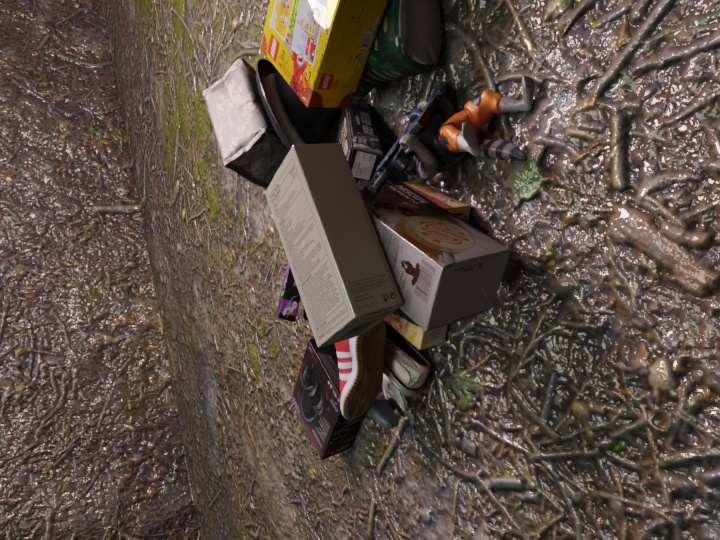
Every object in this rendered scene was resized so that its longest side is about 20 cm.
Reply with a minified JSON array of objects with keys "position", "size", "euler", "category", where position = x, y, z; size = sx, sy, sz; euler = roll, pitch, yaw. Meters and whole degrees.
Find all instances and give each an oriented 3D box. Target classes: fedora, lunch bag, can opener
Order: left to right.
[{"position":[-0.163,-0.235,0.921],"size":[0.115,0.198,0.169],"euler":[-31,66,19],"category":"lunch bag"},{"position":[-0.087,-0.270,0.843],"size":[0.089,0.200,0.207],"euler":[-25,73,14],"category":"fedora"},{"position":[0.017,0.182,0.879],"size":[0.199,0.064,0.055],"euler":[40,145,57],"category":"can opener"}]

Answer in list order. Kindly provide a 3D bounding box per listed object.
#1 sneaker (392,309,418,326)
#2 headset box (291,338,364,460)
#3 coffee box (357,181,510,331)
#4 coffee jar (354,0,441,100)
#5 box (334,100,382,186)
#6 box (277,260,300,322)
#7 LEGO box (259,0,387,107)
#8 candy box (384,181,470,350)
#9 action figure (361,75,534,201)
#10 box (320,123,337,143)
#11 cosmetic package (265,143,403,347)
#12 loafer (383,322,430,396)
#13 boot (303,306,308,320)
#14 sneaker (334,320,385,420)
[{"position":[0.042,0.019,0.719],"size":[0.200,0.074,0.081],"euler":[43,154,43],"category":"sneaker"},{"position":[-0.062,0.250,1.020],"size":[0.150,0.075,0.204],"euler":[53,137,35],"category":"headset box"},{"position":[0.062,-0.027,0.625],"size":[0.199,0.111,0.082],"euler":[41,130,42],"category":"coffee box"},{"position":[0.018,-0.308,0.727],"size":[0.197,0.083,0.109],"euler":[-1,87,53],"category":"coffee jar"},{"position":[-0.022,-0.140,0.829],"size":[0.161,0.048,0.205],"euler":[-98,21,-49],"category":"box"},{"position":[-0.104,-0.033,0.898],"size":[0.143,0.035,0.208],"euler":[-125,49,-77],"category":"box"},{"position":[-0.045,-0.340,0.666],"size":[0.150,0.075,0.204],"euler":[52,136,29],"category":"LEGO box"},{"position":[0.083,-0.009,0.743],"size":[0.115,0.054,0.208],"euler":[35,125,47],"category":"candy box"},{"position":[0.096,-0.139,0.627],"size":[0.104,0.202,0.192],"euler":[43,162,-19],"category":"action figure"},{"position":[-0.091,-0.277,0.983],"size":[0.161,0.021,0.209],"euler":[3,101,58],"category":"box"},{"position":[-0.036,-0.030,0.605],"size":[0.103,0.071,0.207],"euler":[-38,67,52],"category":"cosmetic package"},{"position":[0.040,0.099,0.830],"size":[0.201,0.070,0.064],"euler":[51,129,24],"category":"loafer"},{"position":[-0.078,-0.007,0.942],"size":[0.202,0.065,0.135],"euler":[115,154,-59],"category":"boot"},{"position":[-0.019,0.122,0.798],"size":[0.112,0.069,0.206],"euler":[42,135,42],"category":"sneaker"}]
